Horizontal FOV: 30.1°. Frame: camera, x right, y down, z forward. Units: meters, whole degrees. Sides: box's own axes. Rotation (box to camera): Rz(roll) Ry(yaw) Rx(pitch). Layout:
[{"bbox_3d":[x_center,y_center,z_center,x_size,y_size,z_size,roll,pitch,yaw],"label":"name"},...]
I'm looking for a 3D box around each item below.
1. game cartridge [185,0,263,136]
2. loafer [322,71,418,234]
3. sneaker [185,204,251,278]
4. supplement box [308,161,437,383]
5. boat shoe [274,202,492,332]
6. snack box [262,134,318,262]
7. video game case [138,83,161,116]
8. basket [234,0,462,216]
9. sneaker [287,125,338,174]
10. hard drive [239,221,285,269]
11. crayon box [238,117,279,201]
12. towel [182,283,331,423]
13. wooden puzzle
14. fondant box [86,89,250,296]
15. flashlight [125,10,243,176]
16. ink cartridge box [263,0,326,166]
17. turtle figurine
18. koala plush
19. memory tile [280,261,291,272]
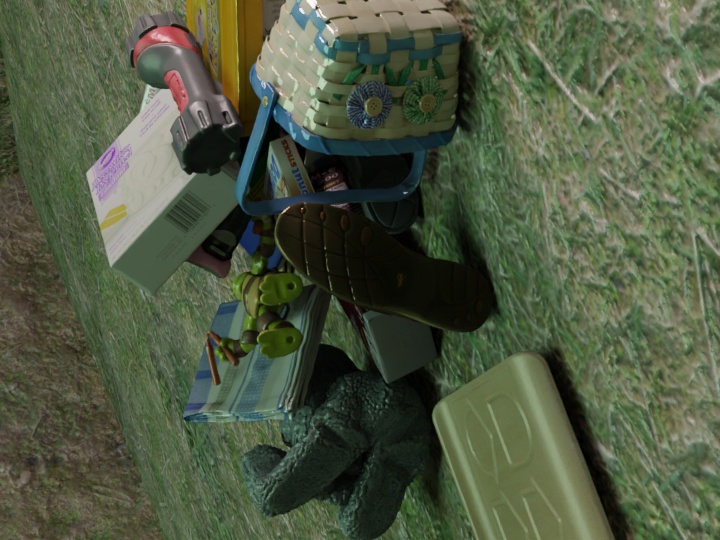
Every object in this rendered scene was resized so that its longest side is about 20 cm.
[{"bbox_3d":[-0.125,-0.227,1.211,0.200,0.032,0.178,-133,40,-65],"label":"game cartridge"},{"bbox_3d":[0.000,-0.132,1.243,0.063,0.071,0.201,-157,51,-71],"label":"loafer"},{"bbox_3d":[-0.158,-0.072,1.368,0.096,0.079,0.200,-58,33,12],"label":"sneaker"},{"bbox_3d":[0.000,0.000,1.319,0.200,0.061,0.109,59,171,39],"label":"supplement box"},{"bbox_3d":[0.014,0.003,1.153,0.068,0.199,0.072,158,133,-73],"label":"boat shoe"},{"bbox_3d":[-0.068,-0.065,1.272,0.200,0.024,0.072,117,132,-77],"label":"snack box"},{"bbox_3d":[-0.189,-0.185,1.491,0.023,0.200,0.183,23,110,15],"label":"video game case"},{"bbox_3d":[-0.010,-0.135,1.108,0.139,0.175,0.201,57,144,36],"label":"basket"},{"bbox_3d":[-0.054,-0.105,1.406,0.072,0.072,0.201,58,156,34],"label":"sneaker"},{"bbox_3d":[-0.131,-0.066,1.563,0.132,0.025,0.200,49,166,2],"label":"hard drive"},{"bbox_3d":[-0.112,-0.195,1.413,0.173,0.058,0.201,96,173,-47],"label":"crayon box"},{"bbox_3d":[-0.109,0.087,1.384,0.199,0.024,0.148,-11,58,50],"label":"towel"},{"bbox_3d":[0.143,0.174,1.133,0.186,0.046,0.200,70,155,11],"label":"wooden puzzle"},{"bbox_3d":[-0.195,-0.088,1.321,0.058,0.144,0.200,37,-167,-32],"label":"fondant box"},{"bbox_3d":[-0.161,-0.157,1.194,0.201,0.067,0.068,-115,26,-46],"label":"flashlight"},{"bbox_3d":[-0.060,-0.204,1.237,0.162,0.050,0.202,-52,-37,-78],"label":"ink cartridge box"},{"bbox_3d":[-0.098,0.036,1.326,0.161,0.064,0.201,-147,71,-67],"label":"turtle figurine"},{"bbox_3d":[-0.030,0.146,1.409,0.184,0.177,0.200,-55,34,16],"label":"koala plush"},{"bbox_3d":[-0.118,-0.071,1.688,0.201,0.017,0.154,103,146,-53],"label":"memory tile"}]
